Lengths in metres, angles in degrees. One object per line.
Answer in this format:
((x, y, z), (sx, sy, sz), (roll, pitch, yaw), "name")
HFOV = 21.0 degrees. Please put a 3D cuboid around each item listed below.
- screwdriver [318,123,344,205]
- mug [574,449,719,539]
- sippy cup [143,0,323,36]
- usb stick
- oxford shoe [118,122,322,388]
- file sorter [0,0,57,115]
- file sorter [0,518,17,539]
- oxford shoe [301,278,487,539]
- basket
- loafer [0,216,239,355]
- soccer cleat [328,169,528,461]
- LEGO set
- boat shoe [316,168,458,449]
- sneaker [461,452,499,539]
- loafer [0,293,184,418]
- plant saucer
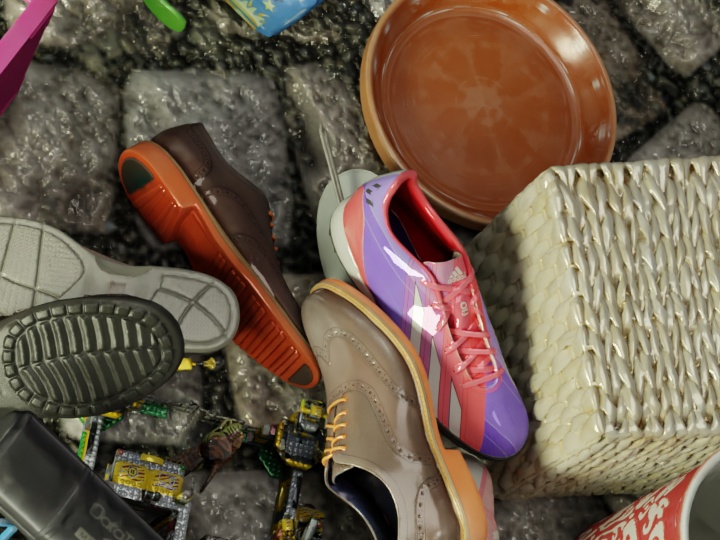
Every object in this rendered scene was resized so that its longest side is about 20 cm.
((0.000, 0.000, 1.286), (0.028, 0.029, 0.201), (-16, 80, 7), "screwdriver")
((0.238, 0.200, 1.267), (0.176, 0.200, 0.134), (6, 70, -20), "mug")
((-0.067, -0.239, 1.343), (0.131, 0.177, 0.140), (53, 18, -9), "sippy cup")
((-0.144, 0.160, 1.112), (0.200, 0.033, 0.056), (47, 60, -21), "usb stick")
((-0.075, -0.014, 1.291), (0.072, 0.071, 0.200), (-34, 87, -33), "oxford shoe")
((-0.303, -0.103, 1.190), (0.125, 0.139, 0.200), (35, 63, -6), "file sorter")
((-0.262, 0.205, 1.110), (0.138, 0.123, 0.201), (-2, 74, -22), "file sorter")
((0.005, 0.095, 1.214), (0.073, 0.071, 0.201), (-17, 67, -32), "oxford shoe")
((0.177, 0.044, 1.298), (0.160, 0.200, 0.199), (-3, 73, -20), "basket")
((-0.179, 0.019, 1.246), (0.199, 0.063, 0.072), (15, 73, -13), "loafer")
((0.054, 0.029, 1.241), (0.068, 0.073, 0.201), (-27, 84, -38), "soccer cleat")
((-0.096, 0.126, 1.205), (0.199, 0.116, 0.155), (24, 65, -13), "LEGO set")
((0.027, 0.028, 1.321), (0.070, 0.064, 0.201), (-23, 86, 6), "boat shoe")
((0.076, 0.227, 1.266), (0.104, 0.075, 0.201), (20, 69, -16), "sneaker")
((-0.203, 0.052, 1.177), (0.199, 0.071, 0.073), (-11, 103, 5), "loafer")
((0.092, -0.122, 1.414), (0.199, 0.032, 0.202), (7, 70, -20), "plant saucer")
